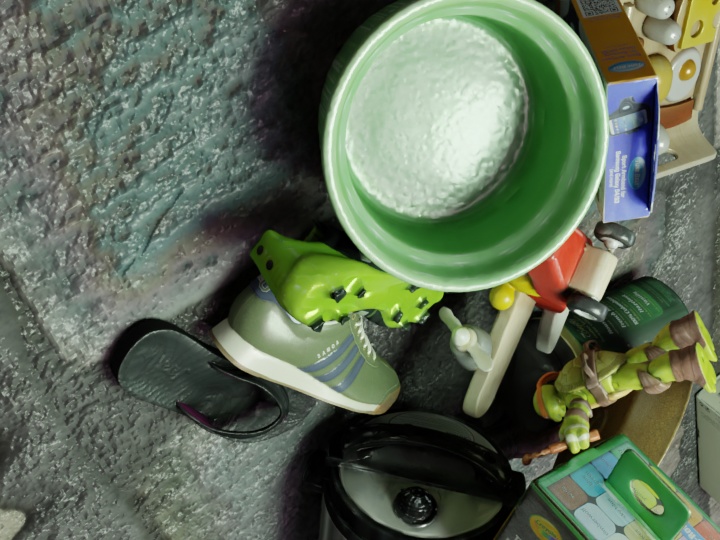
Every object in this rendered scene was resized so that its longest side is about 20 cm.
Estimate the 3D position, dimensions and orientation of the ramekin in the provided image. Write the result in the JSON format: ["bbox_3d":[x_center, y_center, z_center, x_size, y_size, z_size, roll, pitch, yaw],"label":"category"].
[{"bbox_3d":[0.062,-0.097,0.780,0.196,0.098,0.204,-4,109,-11],"label":"ramekin"}]

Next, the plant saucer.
[{"bbox_3d":[0.218,0.150,0.991,0.202,0.035,0.200,-58,-179,2],"label":"plant saucer"}]

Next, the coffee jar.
[{"bbox_3d":[0.224,0.081,1.100,0.197,0.085,0.106,-17,137,-31],"label":"coffee jar"}]

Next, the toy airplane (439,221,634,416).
[{"bbox_3d":[0.138,-0.006,0.939,0.201,0.139,0.201,-59,169,-52],"label":"toy airplane"}]

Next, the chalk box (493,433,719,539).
[{"bbox_3d":[0.182,0.215,0.843,0.123,0.125,0.202,-15,141,-43],"label":"chalk box"}]

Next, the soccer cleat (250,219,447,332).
[{"bbox_3d":[0.000,0.000,0.822,0.068,0.081,0.199,-52,154,20],"label":"soccer cleat"}]

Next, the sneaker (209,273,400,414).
[{"bbox_3d":[-0.020,0.049,0.883,0.199,0.067,0.090,24,107,-44],"label":"sneaker"}]

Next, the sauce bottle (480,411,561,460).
[{"bbox_3d":[0.188,0.153,1.140,0.197,0.066,0.067,-15,128,-29],"label":"sauce bottle"}]

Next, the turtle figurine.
[{"bbox_3d":[0.202,0.084,0.907,0.159,0.065,0.200,-24,-178,24],"label":"turtle figurine"}]

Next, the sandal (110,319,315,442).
[{"bbox_3d":[-0.104,0.098,0.862,0.199,0.048,0.076,25,102,-46],"label":"sandal"}]

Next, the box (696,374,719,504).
[{"bbox_3d":[0.476,0.215,1.422,0.082,0.068,0.202,-33,136,-16],"label":"box"}]

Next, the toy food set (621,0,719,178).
[{"bbox_3d":[0.281,-0.177,0.982,0.142,0.060,0.203,-18,130,-30],"label":"toy food set"}]

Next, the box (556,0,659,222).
[{"bbox_3d":[0.181,-0.131,0.836,0.041,0.202,0.120,-6,131,3],"label":"box"}]

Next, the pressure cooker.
[{"bbox_3d":[0.050,0.221,0.985,0.173,0.179,0.203,-15,129,-28],"label":"pressure cooker"}]
